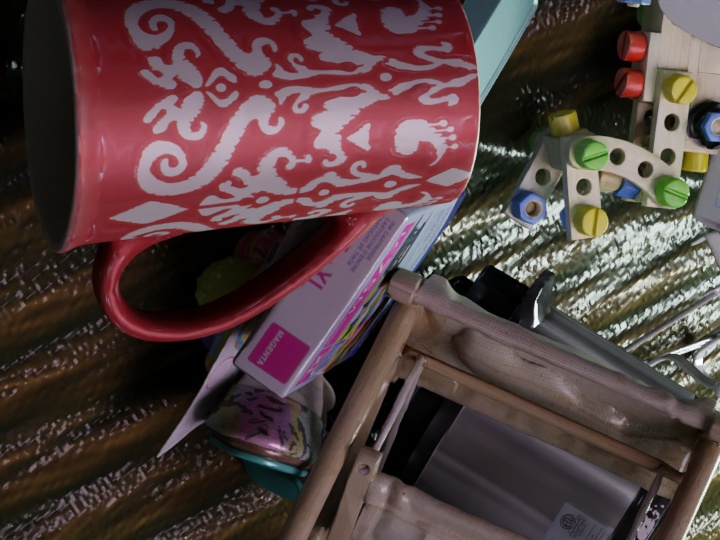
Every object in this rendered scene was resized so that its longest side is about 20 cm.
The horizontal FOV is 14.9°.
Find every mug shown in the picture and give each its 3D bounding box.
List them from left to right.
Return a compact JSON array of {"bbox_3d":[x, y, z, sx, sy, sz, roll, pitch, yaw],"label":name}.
[{"bbox_3d":[-0.057,-0.068,1.343,0.200,0.134,0.178,-5,142,-17],"label":"mug"}]

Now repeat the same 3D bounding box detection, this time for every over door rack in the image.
[{"bbox_3d":[0.236,0.041,1.801,0.148,0.067,0.200,-16,155,-40],"label":"over door rack"}]

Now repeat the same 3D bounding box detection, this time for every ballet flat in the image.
[{"bbox_3d":[-0.043,0.084,1.556,0.200,0.069,0.071,63,50,-78],"label":"ballet flat"}]

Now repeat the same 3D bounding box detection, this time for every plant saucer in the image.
[{"bbox_3d":[0.066,-0.125,1.490,0.200,0.019,0.070,-60,161,-52],"label":"plant saucer"}]

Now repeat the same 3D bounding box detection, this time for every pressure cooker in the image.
[{"bbox_3d":[0.089,0.102,1.643,0.176,0.200,0.179,-57,174,-20],"label":"pressure cooker"}]

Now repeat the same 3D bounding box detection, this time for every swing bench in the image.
[{"bbox_3d":[0.076,0.126,1.500,0.130,0.199,0.200,16,98,-83],"label":"swing bench"}]

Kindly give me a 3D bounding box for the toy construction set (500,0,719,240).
[{"bbox_3d":[0.161,-0.115,1.635,0.131,0.092,0.200,4,111,-20],"label":"toy construction set"}]

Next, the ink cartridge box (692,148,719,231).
[{"bbox_3d":[0.272,-0.137,1.715,0.160,0.047,0.200,-40,147,-59],"label":"ink cartridge box"}]

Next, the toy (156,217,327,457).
[{"bbox_3d":[-0.054,0.001,1.510,0.200,0.047,0.115,-55,168,28],"label":"toy"}]

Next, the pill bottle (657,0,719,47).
[{"bbox_3d":[0.236,-0.227,1.542,0.111,0.111,0.200,43,63,-53],"label":"pill bottle"}]

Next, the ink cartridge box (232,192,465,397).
[{"bbox_3d":[0.000,0.000,1.503,0.119,0.042,0.200,-55,175,12],"label":"ink cartridge box"}]
